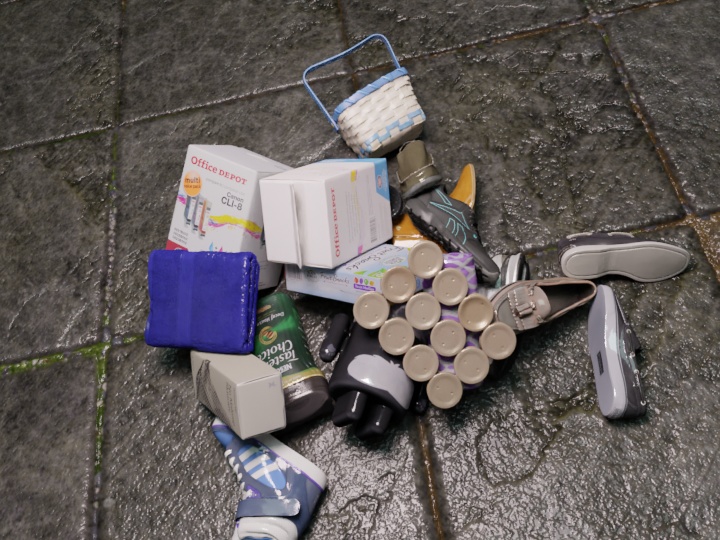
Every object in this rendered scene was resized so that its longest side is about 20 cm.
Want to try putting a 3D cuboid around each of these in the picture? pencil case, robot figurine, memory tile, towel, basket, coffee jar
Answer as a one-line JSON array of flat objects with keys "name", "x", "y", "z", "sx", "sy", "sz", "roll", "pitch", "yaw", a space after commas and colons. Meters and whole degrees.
[{"name": "pencil case", "x": 0.131, "y": 0.073, "z": 1.073, "sx": 0.082, "sy": 0.085, "sz": 0.204, "roll": -4, "pitch": 96, "yaw": -11}, {"name": "robot figurine", "x": 0.026, "y": 0.139, "z": 1.087, "sx": 0.123, "sy": 0.151, "sz": 0.202, "roll": 3, "pitch": 55, "yaw": 30}, {"name": "memory tile", "x": 0.102, "y": 0.073, "z": 1.021, "sx": 0.153, "sy": 0.017, "sz": 0.200, "roll": -43, "pitch": 93, "yaw": 3}, {"name": "towel", "x": -0.235, "y": 0.044, "z": 1.121, "sx": 0.197, "sy": 0.049, "sz": 0.151, "roll": 1, "pitch": 88, "yaw": 30}, {"name": "basket", "x": 0.011, "y": -0.307, "z": 1.350, "sx": 0.174, "sy": 0.139, "sz": 0.202, "roll": -28, "pitch": 87, "yaw": -9}, {"name": "coffee jar", "x": -0.116, "y": 0.139, "z": 1.135, "sx": 0.103, "sy": 0.086, "sz": 0.202, "roll": -25, "pitch": 57, "yaw": -5}]

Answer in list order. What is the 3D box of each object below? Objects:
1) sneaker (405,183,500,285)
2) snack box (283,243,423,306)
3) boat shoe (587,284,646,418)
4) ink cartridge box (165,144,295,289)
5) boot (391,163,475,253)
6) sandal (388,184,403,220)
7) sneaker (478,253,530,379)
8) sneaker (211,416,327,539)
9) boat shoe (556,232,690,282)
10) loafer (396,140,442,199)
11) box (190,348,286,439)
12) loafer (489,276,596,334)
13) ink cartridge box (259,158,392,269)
[{"name": "sneaker", "x": 0.152, "y": -0.062, "z": 1.149, "sx": 0.079, "sy": 0.076, "sz": 0.200, "roll": -36, "pitch": 59, "yaw": -9}, {"name": "snack box", "x": 0.000, "y": 0.000, "z": 1.147, "sx": 0.198, "sy": 0.054, "sz": 0.141, "roll": 10, "pitch": 25, "yaw": 39}, {"name": "boat shoe", "x": 0.373, "y": 0.115, "z": 1.075, "sx": 0.065, "sy": 0.070, "sz": 0.203, "roll": 7, "pitch": 55, "yaw": -6}, {"name": "ink cartridge box", "x": -0.201, "y": -0.085, "z": 1.204, "sx": 0.144, "sy": 0.144, "sz": 0.203, "roll": 22, "pitch": 105, "yaw": 24}, {"name": "boot", "x": 0.119, "y": -0.091, "z": 1.246, "sx": 0.141, "sy": 0.071, "sz": 0.204, "roll": 2, "pitch": 63, "yaw": 10}, {"name": "sandal", "x": 0.001, "y": -0.109, "z": 1.281, "sx": 0.198, "sy": 0.048, "sz": 0.076, "roll": 11, "pitch": 62, "yaw": 43}, {"name": "sneaker", "x": 0.186, "y": 0.067, "z": 1.148, "sx": 0.114, "sy": 0.076, "sz": 0.203, "roll": 0, "pitch": 60, "yaw": 31}, {"name": "sneaker", "x": -0.157, "y": 0.303, "z": 1.040, "sx": 0.198, "sy": 0.081, "sz": 0.147, "roll": 26, "pitch": 61, "yaw": 18}, {"name": "boat shoe", "x": 0.401, "y": -0.025, "z": 1.155, "sx": 0.196, "sy": 0.075, "sz": 0.061, "roll": -3, "pitch": 37, "yaw": 2}, {"name": "loafer", "x": 0.086, "y": -0.172, "z": 1.245, "sx": 0.074, "sy": 0.070, "sz": 0.200, "roll": -27, "pitch": 15, "yaw": 6}, {"name": "box", "x": -0.178, "y": 0.164, "z": 1.069, "sx": 0.067, "sy": 0.084, "sz": 0.199, "roll": -11, "pitch": 12, "yaw": -28}, {"name": "loafer", "x": 0.262, "y": 0.043, "z": 1.085, "sx": 0.198, "sy": 0.063, "sz": 0.073, "roll": -14, "pitch": 88, "yaw": -37}, {"name": "ink cartridge box", "x": -0.056, "y": -0.089, "z": 1.137, "sx": 0.123, "sy": 0.131, "sz": 0.199, "roll": 6, "pitch": 19, "yaw": 33}]
